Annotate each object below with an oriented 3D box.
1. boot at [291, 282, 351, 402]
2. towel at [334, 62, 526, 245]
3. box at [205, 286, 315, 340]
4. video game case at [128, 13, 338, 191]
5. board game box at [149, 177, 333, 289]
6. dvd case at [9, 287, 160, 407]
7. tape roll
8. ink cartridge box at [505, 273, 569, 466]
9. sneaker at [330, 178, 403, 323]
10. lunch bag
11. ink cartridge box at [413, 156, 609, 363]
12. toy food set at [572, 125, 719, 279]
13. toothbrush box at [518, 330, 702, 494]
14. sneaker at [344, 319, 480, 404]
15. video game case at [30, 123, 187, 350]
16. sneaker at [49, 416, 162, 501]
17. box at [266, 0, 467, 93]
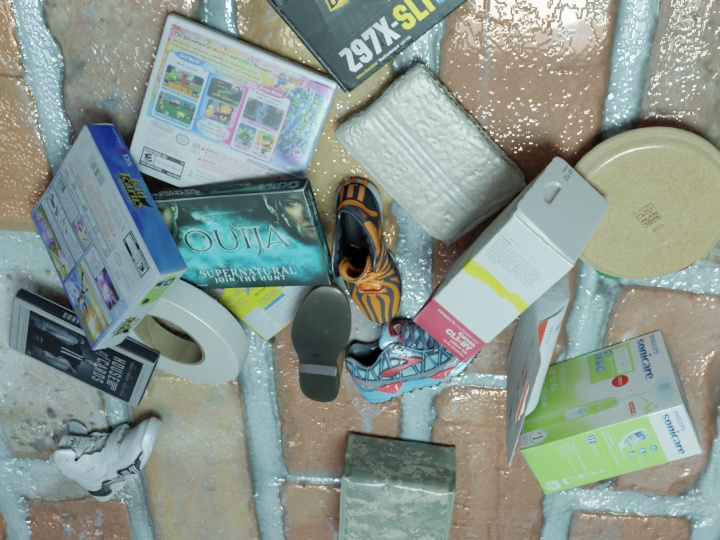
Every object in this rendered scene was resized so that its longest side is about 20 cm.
[{"bbox_3d":[-0.046,0.077,1.075,0.073,0.076,0.200,11,134,4],"label":"boot"},{"bbox_3d":[0.083,-0.129,0.961,0.132,0.035,0.200,-36,112,24],"label":"towel"},{"bbox_3d":[-0.151,-0.012,1.060,0.117,0.048,0.200,-37,113,27],"label":"box"},{"bbox_3d":[-0.147,-0.166,0.952,0.199,0.024,0.183,21,111,-4],"label":"video game case"},{"bbox_3d":[-0.140,-0.039,0.983,0.199,0.028,0.136,-3,128,16],"label":"board game box"},{"bbox_3d":[-0.381,0.110,1.152,0.199,0.025,0.150,28,142,-7],"label":"dvd case"},{"bbox_3d":[-0.241,0.077,1.089,0.202,0.037,0.203,18,145,13],"label":"tape roll"},{"bbox_3d":[0.212,0.109,0.995,0.050,0.200,0.163,9,124,1],"label":"ink cartridge box"},{"bbox_3d":[0.000,0.000,1.007,0.077,0.112,0.201,-9,121,14],"label":"sneaker"},{"bbox_3d":[0.050,0.352,1.224,0.163,0.118,0.201,6,118,3],"label":"lunch bag"},{"bbox_3d":[0.165,-0.010,0.928,0.083,0.145,0.200,41,134,2],"label":"ink cartridge box"},{"bbox_3d":[0.323,-0.072,0.955,0.198,0.049,0.200,30,121,-12],"label":"toy food set"},{"bbox_3d":[0.306,0.179,1.060,0.199,0.146,0.086,-20,117,20],"label":"toothbrush box"},{"bbox_3d":[0.065,0.104,1.086,0.200,0.079,0.096,-27,113,22],"label":"sneaker"},{"bbox_3d":[-0.300,-0.037,0.985,0.181,0.045,0.200,-40,73,38],"label":"video game case"},{"bbox_3d":[-0.384,0.265,1.252,0.115,0.075,0.200,34,124,-17],"label":"sneaker"},{"bbox_3d":[0.012,-0.302,0.851,0.200,0.049,0.160,-33,115,25],"label":"box"}]
